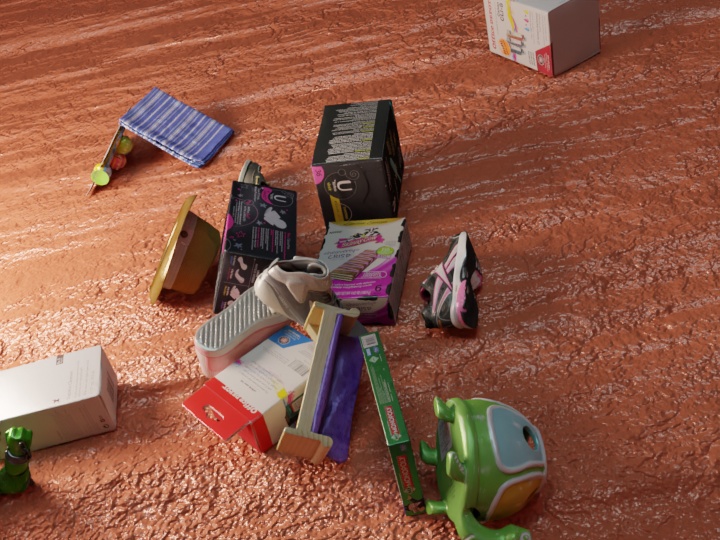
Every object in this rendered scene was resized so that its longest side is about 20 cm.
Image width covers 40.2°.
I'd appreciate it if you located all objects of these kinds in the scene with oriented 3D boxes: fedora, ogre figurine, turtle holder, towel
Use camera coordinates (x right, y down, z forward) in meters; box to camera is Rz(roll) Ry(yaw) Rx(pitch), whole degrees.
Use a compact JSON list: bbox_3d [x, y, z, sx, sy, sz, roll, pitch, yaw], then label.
[{"bbox_3d":[-0.286,-0.026,1.640,0.082,0.201,0.201,22,37,-13],"label":"fedora"},{"bbox_3d":[-0.531,0.271,1.343,0.200,0.120,0.098,-24,43,-11],"label":"ogre figurine"},{"bbox_3d":[0.153,0.236,1.165,0.131,0.141,0.186,3,25,-11],"label":"turtle holder"},{"bbox_3d":[-0.373,-0.295,2.014,0.200,0.024,0.145,29,47,4],"label":"towel"}]

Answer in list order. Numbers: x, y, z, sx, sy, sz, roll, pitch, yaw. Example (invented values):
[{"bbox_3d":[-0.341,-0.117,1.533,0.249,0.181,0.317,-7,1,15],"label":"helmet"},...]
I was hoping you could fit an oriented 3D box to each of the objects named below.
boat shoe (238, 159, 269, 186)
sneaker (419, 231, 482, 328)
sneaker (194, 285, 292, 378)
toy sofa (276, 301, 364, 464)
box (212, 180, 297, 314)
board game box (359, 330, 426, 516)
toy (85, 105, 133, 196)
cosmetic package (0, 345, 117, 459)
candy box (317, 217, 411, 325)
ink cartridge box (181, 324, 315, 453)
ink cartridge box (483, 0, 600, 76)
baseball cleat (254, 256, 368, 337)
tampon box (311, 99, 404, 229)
[{"bbox_3d":[-0.199,-0.141,1.804,0.060,0.072,0.202,11,31,-4],"label":"boat shoe"},{"bbox_3d":[0.132,0.014,1.502,0.086,0.081,0.200,-12,31,19],"label":"sneaker"},{"bbox_3d":[-0.161,0.092,1.469,0.200,0.105,0.075,-32,57,-31],"label":"sneaker"},{"bbox_3d":[-0.041,0.150,1.308,0.097,0.083,0.201,15,60,-5],"label":"toy sofa"},{"bbox_3d":[-0.166,-0.030,1.583,0.114,0.132,0.200,10,36,-9],"label":"box"},{"bbox_3d":[0.041,0.192,1.255,0.029,0.135,0.200,-14,37,-1],"label":"board game box"},{"bbox_3d":[-0.498,-0.238,2.013,0.047,0.115,0.200,28,36,-12],"label":"toy"},{"bbox_3d":[-0.465,0.195,1.449,0.199,0.081,0.113,-15,39,-3],"label":"cosmetic package"},{"bbox_3d":[0.000,0.000,1.569,0.136,0.061,0.200,-3,38,14],"label":"candy box"},{"bbox_3d":[-0.135,0.175,1.384,0.200,0.067,0.116,-35,43,-27],"label":"ink cartridge box"},{"bbox_3d":[0.374,-0.518,2.039,0.144,0.146,0.200,-30,40,-20],"label":"ink cartridge box"},{"bbox_3d":[-0.052,0.049,1.408,0.106,0.200,0.070,-45,30,33],"label":"baseball cleat"},{"bbox_3d":[-0.002,-0.183,1.728,0.126,0.150,0.200,-4,38,11],"label":"tampon box"}]
